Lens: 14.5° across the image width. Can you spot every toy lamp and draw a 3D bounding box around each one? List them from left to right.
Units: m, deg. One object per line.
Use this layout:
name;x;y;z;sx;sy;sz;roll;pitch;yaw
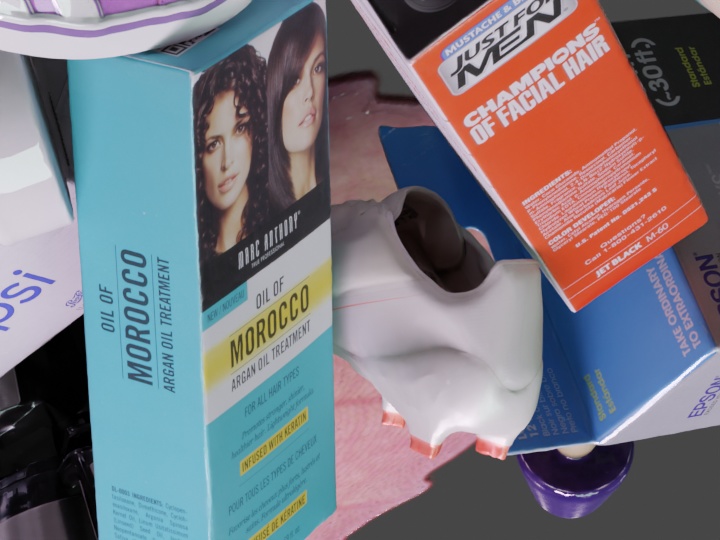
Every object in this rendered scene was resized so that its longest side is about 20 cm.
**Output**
toy lamp;0.100;0.053;1.264;0.058;0.058;0.200;-13;152;-9

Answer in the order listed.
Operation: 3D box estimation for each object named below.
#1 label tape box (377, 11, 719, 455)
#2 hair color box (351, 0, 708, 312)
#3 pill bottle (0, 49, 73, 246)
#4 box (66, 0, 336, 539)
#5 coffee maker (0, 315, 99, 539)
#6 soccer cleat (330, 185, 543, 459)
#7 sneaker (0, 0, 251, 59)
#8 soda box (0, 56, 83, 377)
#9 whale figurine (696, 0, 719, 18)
label tape box;0.125;-0.020;1.044;0.199;0.144;0.066;-7;150;-26
hair color box;0.042;-0.078;0.924;0.064;0.111;0.200;-36;151;3
pill bottle;-0.196;-0.025;0.883;0.199;0.111;0.111;-17;152;-3
box;-0.049;0.007;0.935;0.082;0.049;0.201;-39;135;-49
coffee maker;-0.074;0.101;1.089;0.192;0.201;0.135;10;143;-42
soccer cleat;0.000;0.000;1.010;0.069;0.200;0.078;2;108;-38
sneaker;-0.098;-0.123;0.812;0.200;0.073;0.114;-1;143;-33
soda box;-0.152;0.001;1.008;0.200;0.064;0.068;-36;147;30
whale figurine;0.165;-0.166;0.888;0.200;0.104;0.159;-46;140;1
